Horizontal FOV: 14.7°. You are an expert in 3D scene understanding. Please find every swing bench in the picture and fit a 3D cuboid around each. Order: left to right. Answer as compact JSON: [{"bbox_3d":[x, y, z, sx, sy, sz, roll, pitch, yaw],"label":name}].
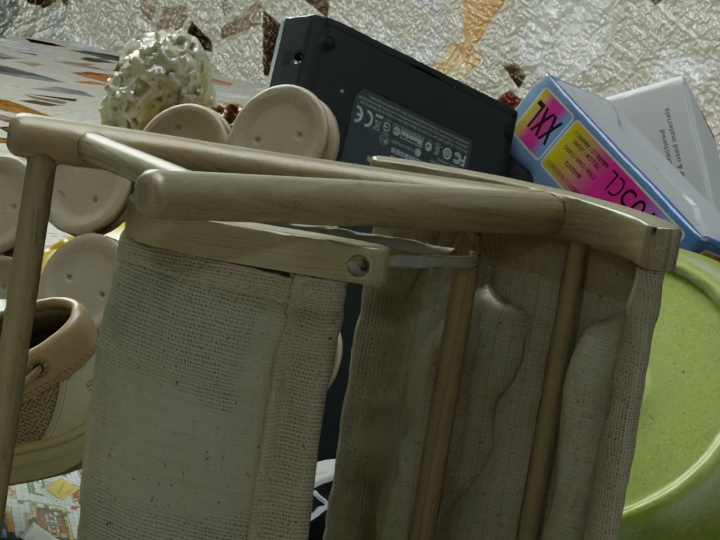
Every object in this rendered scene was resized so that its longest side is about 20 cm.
[{"bbox_3d":[-0.018,0.064,0.922,0.199,0.200,0.130,6,8,-28],"label":"swing bench"}]

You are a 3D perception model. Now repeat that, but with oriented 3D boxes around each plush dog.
[{"bbox_3d":[-0.077,-0.009,1.478,0.160,0.201,0.172,16,15,-7],"label":"plush dog"}]

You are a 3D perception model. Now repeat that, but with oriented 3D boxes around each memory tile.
[{"bbox_3d":[-0.099,0.003,1.255,0.199,0.154,0.017,-12,-22,23],"label":"memory tile"}]

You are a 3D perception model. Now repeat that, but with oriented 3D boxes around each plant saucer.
[{"bbox_3d":[0.099,0.058,1.226,0.199,0.200,0.031,14,-34,29],"label":"plant saucer"}]

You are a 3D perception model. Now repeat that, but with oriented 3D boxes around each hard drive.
[{"bbox_3d":[0.000,0.000,1.296,0.139,0.201,0.033,23,-16,-40],"label":"hard drive"}]

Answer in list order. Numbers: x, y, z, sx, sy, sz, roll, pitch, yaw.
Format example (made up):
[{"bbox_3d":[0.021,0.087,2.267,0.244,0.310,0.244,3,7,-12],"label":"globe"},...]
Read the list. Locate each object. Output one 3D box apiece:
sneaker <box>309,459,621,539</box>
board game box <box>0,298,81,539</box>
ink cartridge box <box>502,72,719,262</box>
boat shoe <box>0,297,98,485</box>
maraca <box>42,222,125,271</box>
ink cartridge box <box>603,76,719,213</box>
[{"bbox_3d":[0.043,0.119,1.065,0.112,0.073,0.200,16,10,38],"label":"sneaker"},{"bbox_3d":[-0.149,0.070,1.126,0.104,0.024,0.200,-7,31,-28],"label":"board game box"},{"bbox_3d":[0.084,0.026,1.371,0.076,0.200,0.137,18,26,-50],"label":"ink cartridge box"},{"bbox_3d":[-0.193,0.053,1.058,0.199,0.065,0.071,-14,36,-3],"label":"boat shoe"},{"bbox_3d":[-0.088,0.030,1.335,0.199,0.107,0.137,-13,51,-17],"label":"maraca"},{"bbox_3d":[0.096,-0.025,1.510,0.199,0.084,0.145,-15,-12,11],"label":"ink cartridge box"}]
